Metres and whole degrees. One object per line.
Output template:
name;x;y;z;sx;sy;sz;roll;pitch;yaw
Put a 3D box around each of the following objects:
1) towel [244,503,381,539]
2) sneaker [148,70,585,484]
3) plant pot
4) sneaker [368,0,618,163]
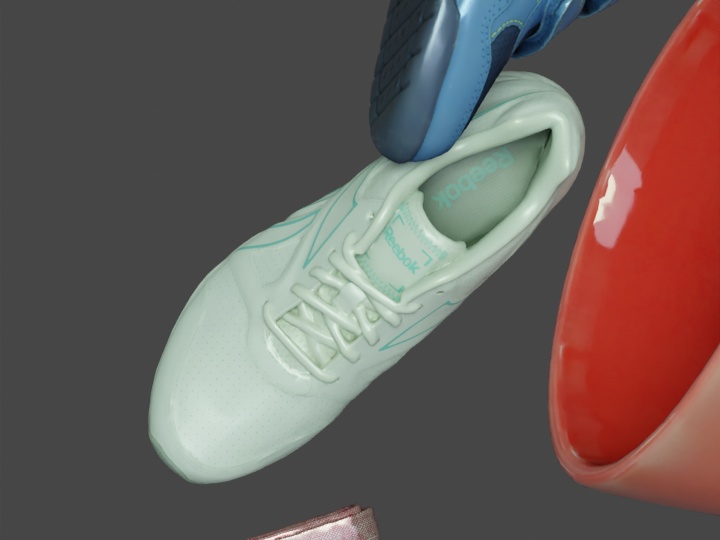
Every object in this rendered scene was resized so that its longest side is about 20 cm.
towel;-0.035;0.201;0.995;0.144;0.023;0.201;-17;94;-4
sneaker;0.000;0.000;0.963;0.200;0.080;0.070;-43;94;1
plant pot;0.185;0.009;0.923;0.177;0.200;0.201;21;91;-12
sneaker;0.068;-0.117;0.946;0.082;0.074;0.200;32;71;-11
